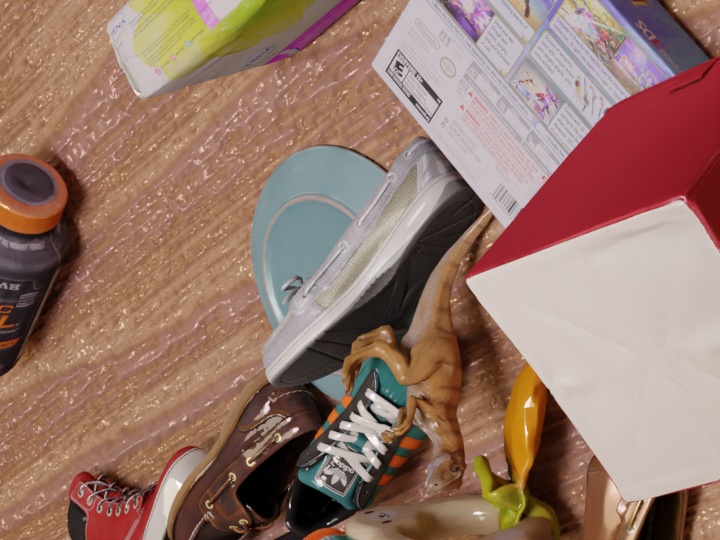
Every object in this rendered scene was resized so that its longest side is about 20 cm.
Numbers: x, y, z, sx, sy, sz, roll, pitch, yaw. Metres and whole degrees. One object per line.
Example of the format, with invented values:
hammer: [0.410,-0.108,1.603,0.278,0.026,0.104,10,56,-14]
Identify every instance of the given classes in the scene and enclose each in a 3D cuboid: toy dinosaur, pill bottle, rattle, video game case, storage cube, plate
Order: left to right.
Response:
pill bottle: [-0.308,-0.006,1.810,0.106,0.106,0.200,49,134,21]
plate: [-0.018,0.009,1.575,0.200,0.026,0.201,18,116,40]
rattle: [0.030,0.147,1.476,0.199,0.130,0.144,1,119,23]
toy dinosaur: [0.044,0.054,1.461,0.106,0.060,0.201,0,76,9]
video game case: [0.115,-0.126,1.370,0.200,0.045,0.182,52,136,19]
storage cube: [0.201,-0.004,1.194,0.200,0.180,0.171,-21,110,49]

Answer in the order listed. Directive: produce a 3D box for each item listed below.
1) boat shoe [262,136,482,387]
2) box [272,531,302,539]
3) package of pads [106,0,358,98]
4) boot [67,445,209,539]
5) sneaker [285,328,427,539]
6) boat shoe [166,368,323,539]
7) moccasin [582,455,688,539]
boat shoe: [0.000,-0.001,1.489,0.202,0.074,0.065,-50,59,20]
box: [-0.086,0.321,1.691,0.149,0.124,0.200,56,135,15]
package of pads: [-0.064,-0.194,1.448,0.200,0.154,0.068,-35,80,47]
boot: [-0.189,0.191,1.791,0.144,0.072,0.201,45,136,27]
sneaker: [0.004,0.126,1.544,0.071,0.080,0.200,34,134,5]
boat shoe: [-0.089,0.166,1.663,0.070,0.070,0.200,53,132,31]
moccasin: [0.186,0.215,1.414,0.078,0.073,0.203,22,110,48]
